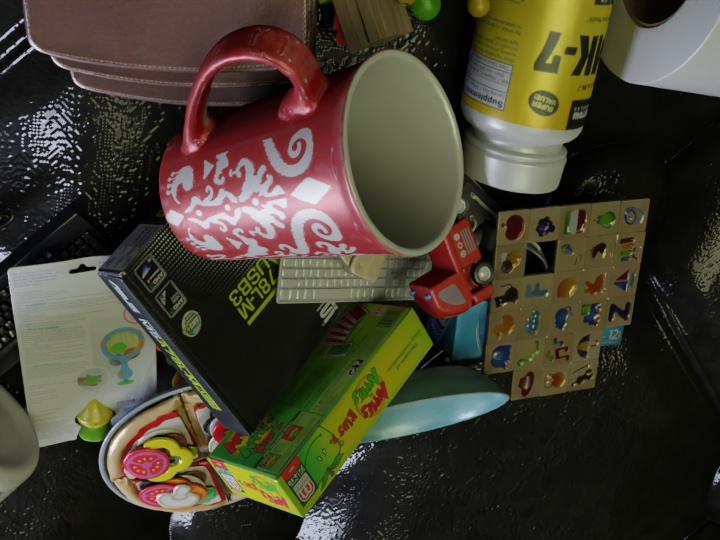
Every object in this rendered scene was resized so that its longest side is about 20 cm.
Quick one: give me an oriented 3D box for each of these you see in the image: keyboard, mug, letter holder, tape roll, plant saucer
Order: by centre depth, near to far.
[{"bbox_3d":[-0.049,-0.090,0.715,0.133,0.198,0.180,-38,114,-44],"label":"mug"},{"bbox_3d":[-0.133,-0.177,0.735,0.196,0.101,0.144,3,118,0],"label":"letter holder"},{"bbox_3d":[-0.309,0.019,0.845,0.199,0.021,0.127,-41,123,0],"label":"keyboard"},{"bbox_3d":[0.305,-0.251,0.849,0.137,0.203,0.206,4,114,-23],"label":"tape roll"},{"bbox_3d":[0.000,0.000,0.913,0.198,0.011,0.057,0,93,-46],"label":"keyboard"},{"bbox_3d":[0.045,0.129,0.976,0.196,0.037,0.200,-11,163,-4],"label":"plant saucer"}]

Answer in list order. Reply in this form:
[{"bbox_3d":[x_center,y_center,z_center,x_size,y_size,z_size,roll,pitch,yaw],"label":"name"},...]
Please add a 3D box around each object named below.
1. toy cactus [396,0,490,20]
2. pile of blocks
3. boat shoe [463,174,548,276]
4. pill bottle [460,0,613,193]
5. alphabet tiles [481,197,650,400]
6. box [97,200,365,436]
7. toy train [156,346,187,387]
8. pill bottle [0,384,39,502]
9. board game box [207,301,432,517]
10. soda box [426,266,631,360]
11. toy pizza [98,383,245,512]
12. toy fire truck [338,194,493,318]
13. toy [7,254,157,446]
[{"bbox_3d":[0.047,-0.285,0.761,0.102,0.166,0.200,-37,163,-7],"label":"toy cactus"},{"bbox_3d":[-0.035,-0.260,0.801,0.061,0.083,0.201,-16,121,35],"label":"pile of blocks"},{"bbox_3d":[0.103,-0.046,0.951,0.198,0.063,0.073,28,102,-30],"label":"boat shoe"},{"bbox_3d":[0.150,-0.179,0.875,0.112,0.114,0.203,-1,115,-21],"label":"pill bottle"},{"bbox_3d":[0.199,0.031,0.980,0.164,0.008,0.203,-6,114,-19],"label":"alphabet tiles"},{"bbox_3d":[-0.096,0.001,0.854,0.201,0.047,0.194,-52,125,-28],"label":"box"},{"bbox_3d":[-0.113,0.066,0.925,0.197,0.056,0.153,-2,116,-20],"label":"toy train"},{"bbox_3d":[-0.376,0.185,0.839,0.199,0.115,0.114,-41,123,11],"label":"pill bottle"},{"bbox_3d":[-0.033,0.114,0.882,0.200,0.101,0.048,-50,122,-29],"label":"board game box"},{"bbox_3d":[0.171,0.040,1.017,0.197,0.068,0.065,-4,116,-20],"label":"soda box"},{"bbox_3d":[-0.145,0.176,0.943,0.197,0.032,0.202,-11,137,-10],"label":"toy pizza"},{"bbox_3d":[0.025,-0.037,0.864,0.140,0.049,0.203,-28,106,-19],"label":"toy fire truck"},{"bbox_3d":[-0.237,0.062,0.870,0.113,0.047,0.203,-8,127,-19],"label":"toy"}]
